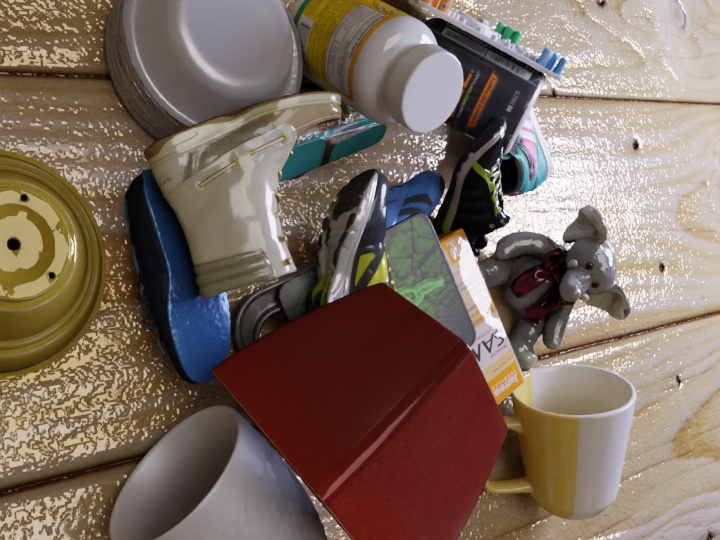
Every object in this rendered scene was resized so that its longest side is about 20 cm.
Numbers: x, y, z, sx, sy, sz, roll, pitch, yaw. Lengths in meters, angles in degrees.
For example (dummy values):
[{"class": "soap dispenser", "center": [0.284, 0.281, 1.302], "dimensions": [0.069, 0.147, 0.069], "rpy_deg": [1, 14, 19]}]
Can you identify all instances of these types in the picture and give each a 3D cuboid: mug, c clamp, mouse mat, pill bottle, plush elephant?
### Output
[{"class": "mug", "center": [-0.104, 0.244, 0.699], "dimensions": [0.147, 0.200, 0.176], "rpy_deg": [-38, 114, 0]}, {"class": "c clamp", "center": [-0.031, 0.078, 0.858], "dimensions": [0.196, 0.027, 0.175], "rpy_deg": [-17, 99, -21]}, {"class": "mouse mat", "center": [0.024, 0.048, 0.869], "dimensions": [0.197, 0.008, 0.164], "rpy_deg": [-28, 98, -21]}, {"class": "pill bottle", "center": [0.014, -0.226, 0.866], "dimensions": [0.111, 0.199, 0.115], "rpy_deg": [-24, 134, -28]}, {"class": "pill bottle", "center": [0.114, -0.232, 0.978], "dimensions": [0.197, 0.107, 0.107], "rpy_deg": [29, 60, 6]}, {"class": "plush elephant", "center": [0.256, 0.012, 1.031], "dimensions": [0.199, 0.154, 0.167], "rpy_deg": [-36, 102, -35]}, {"class": "mug", "center": [0.244, 0.215, 1.005], "dimensions": [0.149, 0.182, 0.157], "rpy_deg": [-40, 129, -63]}]

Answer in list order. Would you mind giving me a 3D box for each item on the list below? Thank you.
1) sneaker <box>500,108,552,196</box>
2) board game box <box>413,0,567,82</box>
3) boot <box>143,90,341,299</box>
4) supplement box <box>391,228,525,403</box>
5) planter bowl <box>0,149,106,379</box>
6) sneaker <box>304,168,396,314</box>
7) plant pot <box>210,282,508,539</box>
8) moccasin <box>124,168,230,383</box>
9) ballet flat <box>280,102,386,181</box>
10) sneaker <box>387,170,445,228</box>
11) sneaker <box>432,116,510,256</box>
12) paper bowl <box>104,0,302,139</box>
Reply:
[{"class": "sneaker", "center": [0.174, -0.182, 1.063], "dimensions": [0.121, 0.083, 0.203], "rpy_deg": [-41, 106, -44]}, {"class": "board game box", "center": [0.140, -0.305, 0.988], "dimensions": [0.196, 0.201, 0.026], "rpy_deg": [22, 111, -18]}, {"class": "boot", "center": [-0.086, -0.075, 0.762], "dimensions": [0.197, 0.072, 0.158], "rpy_deg": [-24, 98, -24]}, {"class": "supplement box", "center": [0.099, 0.071, 0.955], "dimensions": [0.125, 0.073, 0.204], "rpy_deg": [-29, 98, -36]}, {"class": "planter bowl", "center": [-0.297, -0.015, 0.676], "dimensions": [0.197, 0.083, 0.206], "rpy_deg": [9, 75, -34]}, {"class": "sneaker", "center": [0.000, 0.000, 0.827], "dimensions": [0.083, 0.074, 0.205], "rpy_deg": [16, 90, -27]}, {"class": "plant pot", "center": [0.016, 0.135, 0.734], "dimensions": [0.176, 0.199, 0.201], "rpy_deg": [-41, 131, -13]}, {"class": "moccasin", "center": [-0.175, 0.006, 0.774], "dimensions": [0.079, 0.067, 0.205], "rpy_deg": [-8, 86, -45]}, {"class": "ballet flat", "center": [-0.053, -0.150, 0.905], "dimensions": [0.198, 0.076, 0.064], "rpy_deg": [-25, 66, -42]}, {"class": "sneaker", "center": [0.028, -0.070, 0.939], "dimensions": [0.079, 0.066, 0.200], "rpy_deg": [50, 56, -12]}, {"class": "sneaker", "center": [0.148, -0.092, 0.954], "dimensions": [0.082, 0.202, 0.072], "rpy_deg": [31, 53, 10]}, {"class": "paper bowl", "center": [-0.148, -0.227, 0.819], "dimensions": [0.197, 0.103, 0.206], "rpy_deg": [8, 77, -35]}]
